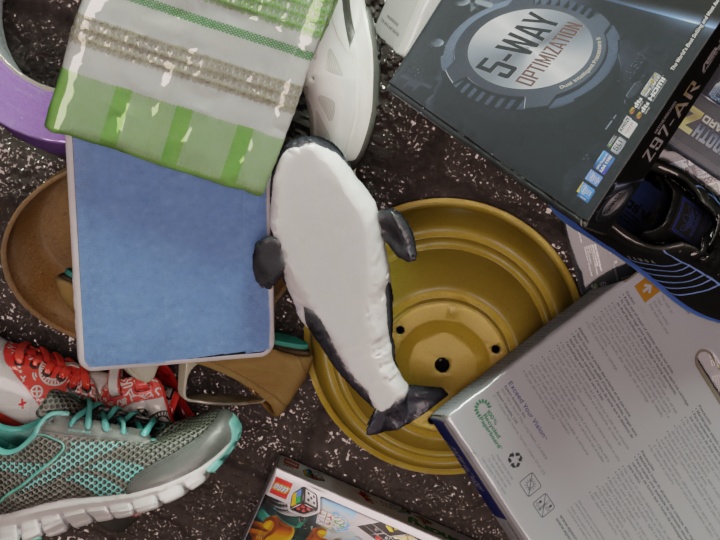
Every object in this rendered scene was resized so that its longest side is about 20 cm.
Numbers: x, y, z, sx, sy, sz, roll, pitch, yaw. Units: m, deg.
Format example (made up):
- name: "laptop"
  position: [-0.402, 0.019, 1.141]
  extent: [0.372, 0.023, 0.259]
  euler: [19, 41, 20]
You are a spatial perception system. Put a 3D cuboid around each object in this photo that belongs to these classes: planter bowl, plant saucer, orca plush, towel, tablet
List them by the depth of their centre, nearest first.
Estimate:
- name: "towel"
  position: [-0.093, -0.158, 1.164]
  extent: [0.148, 0.031, 0.201]
  euler: [18, 105, -15]
- name: "tablet"
  position: [-0.120, -0.034, 1.219]
  extent: [0.129, 0.014, 0.201]
  euler: [-5, 110, -12]
- name: "orca plush"
  position: [0.000, 0.000, 1.245]
  extent: [0.105, 0.071, 0.200]
  euler: [-30, 103, 18]
- name: "plant saucer"
  position: [-0.141, -0.021, 1.296]
  extent: [0.199, 0.036, 0.201]
  euler: [-5, 139, -4]
- name: "planter bowl"
  position: [0.057, 0.056, 1.317]
  extent: [0.199, 0.083, 0.202]
  euler: [1, 101, 3]

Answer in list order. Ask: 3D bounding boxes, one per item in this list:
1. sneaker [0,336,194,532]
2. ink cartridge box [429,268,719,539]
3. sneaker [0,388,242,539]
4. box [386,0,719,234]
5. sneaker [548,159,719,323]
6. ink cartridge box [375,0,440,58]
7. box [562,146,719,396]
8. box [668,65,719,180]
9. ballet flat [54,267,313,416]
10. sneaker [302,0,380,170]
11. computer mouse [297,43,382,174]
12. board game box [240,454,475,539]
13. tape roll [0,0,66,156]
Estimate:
- name: "sneaker"
  position: [-0.197, 0.080, 1.345]
  extent: [0.108, 0.067, 0.201]
  euler: [-40, 101, 14]
- name: "ink cartridge box"
  position: [0.177, 0.118, 1.278]
  extent: [0.200, 0.043, 0.197]
  euler: [-36, 99, -15]
- name: "sneaker"
  position: [-0.179, 0.118, 1.285]
  extent: [0.199, 0.078, 0.092]
  euler: [-18, 105, 8]
- name: "box"
  position: [0.134, -0.148, 1.146]
  extent: [0.160, 0.043, 0.201]
  euler: [38, 100, 24]
- name: "sneaker"
  position: [0.213, -0.017, 1.228]
  extent: [0.199, 0.078, 0.070]
  euler: [26, 84, -13]
- name: "ink cartridge box"
  position: [0.117, -0.212, 1.241]
  extent: [0.146, 0.083, 0.201]
  euler: [20, 103, -18]
- name: "box"
  position: [0.227, 0.004, 1.312]
  extent: [0.157, 0.051, 0.201]
  euler: [-15, 100, 7]
- name: "box"
  position: [0.248, -0.138, 1.211]
  extent: [0.199, 0.051, 0.158]
  euler: [31, 99, -15]
- name: "ballet flat"
  position: [-0.122, 0.055, 1.299]
  extent: [0.199, 0.069, 0.063]
  euler: [19, 95, -29]
- name: "sneaker"
  position: [-0.052, -0.159, 1.223]
  extent: [0.115, 0.076, 0.202]
  euler: [-4, 100, -21]
- name: "computer mouse"
  position: [-0.089, -0.117, 1.308]
  extent: [0.199, 0.044, 0.110]
  euler: [10, 86, 4]
- name: "board game box"
  position: [0.007, 0.230, 1.381]
  extent: [0.199, 0.035, 0.127]
  euler: [23, 103, -2]
- name: "tape roll"
  position: [-0.178, -0.177, 1.264]
  extent: [0.199, 0.066, 0.201]
  euler: [0, 85, 3]
